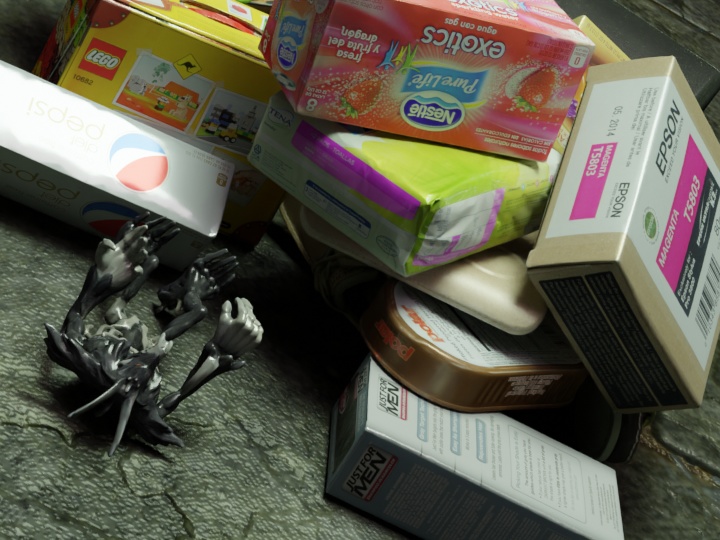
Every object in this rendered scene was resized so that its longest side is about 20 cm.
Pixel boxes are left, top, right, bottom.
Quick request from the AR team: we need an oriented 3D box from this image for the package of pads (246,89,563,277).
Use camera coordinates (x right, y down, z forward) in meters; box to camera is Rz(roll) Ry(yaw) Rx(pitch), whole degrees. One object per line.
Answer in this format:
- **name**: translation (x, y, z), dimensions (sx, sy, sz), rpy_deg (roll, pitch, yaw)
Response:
- **package of pads**: translation (0.041, -0.074, 1.407), dimensions (0.154, 0.069, 0.199), rpy_deg (35, 29, 23)

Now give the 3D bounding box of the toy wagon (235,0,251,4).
- **toy wagon**: translation (-0.128, -0.239, 1.544), dimensions (0.198, 0.040, 0.155), rpy_deg (-4, 21, -25)

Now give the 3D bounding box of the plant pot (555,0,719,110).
- **plant pot**: translation (0.163, -0.113, 1.723), dimensions (0.199, 0.201, 0.178), rpy_deg (34, 38, 2)

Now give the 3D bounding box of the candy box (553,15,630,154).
- **candy box**: translation (0.206, -0.089, 1.581), dimensions (0.200, 0.056, 0.117), rpy_deg (41, 61, -19)

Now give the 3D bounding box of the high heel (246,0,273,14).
- **high heel**: translation (-0.107, -0.176, 1.523), dimensions (0.199, 0.072, 0.142), rpy_deg (14, 9, 36)

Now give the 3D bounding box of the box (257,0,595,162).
- **box**: translation (0.044, -0.153, 1.372), dimensions (0.199, 0.095, 0.103), rpy_deg (9, 28, -26)

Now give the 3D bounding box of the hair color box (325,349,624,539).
- **hair color box**: translation (0.078, 0.142, 1.352), dimensions (0.199, 0.061, 0.099), rpy_deg (27, 27, -12)

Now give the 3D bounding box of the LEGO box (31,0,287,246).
- **LEGO box**: translation (-0.132, -0.125, 1.463), dimensions (0.199, 0.149, 0.077), rpy_deg (21, 30, -23)

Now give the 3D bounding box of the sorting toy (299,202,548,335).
- **sorting toy**: translation (0.058, -0.030, 1.459), dimensions (0.184, 0.037, 0.200), rpy_deg (26, 26, 3)

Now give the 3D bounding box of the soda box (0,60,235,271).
- **soda box**: translation (-0.192, -0.073, 1.384), dimensions (0.199, 0.068, 0.064), rpy_deg (23, 60, -18)

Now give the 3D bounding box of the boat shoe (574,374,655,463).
- **boat shoe**: translation (0.202, 0.088, 1.555), dimensions (0.060, 0.072, 0.202), rpy_deg (23, 27, -10)

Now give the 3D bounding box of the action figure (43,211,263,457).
- **action figure**: translation (-0.132, 0.030, 1.270), dimensions (0.119, 0.102, 0.200), rpy_deg (38, 24, -16)

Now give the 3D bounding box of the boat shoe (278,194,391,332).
- **boat shoe**: translation (0.000, 0.000, 1.490), dimensions (0.200, 0.072, 0.065), rpy_deg (50, 30, 18)

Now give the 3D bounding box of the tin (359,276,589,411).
- **tin**: translation (0.085, 0.048, 1.415), dimensions (0.199, 0.042, 0.112), rpy_deg (1, 35, -47)

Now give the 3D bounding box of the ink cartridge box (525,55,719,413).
- **ink cartridge box**: translation (0.204, -0.025, 1.441), dimensions (0.165, 0.075, 0.201), rpy_deg (55, 43, -38)
